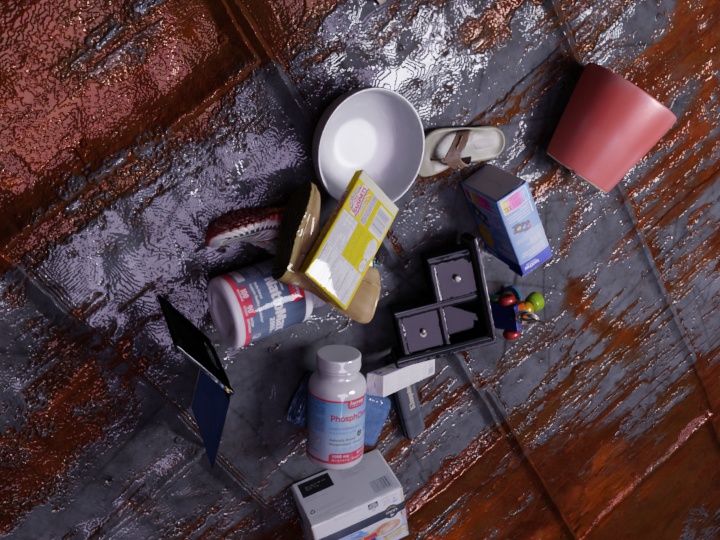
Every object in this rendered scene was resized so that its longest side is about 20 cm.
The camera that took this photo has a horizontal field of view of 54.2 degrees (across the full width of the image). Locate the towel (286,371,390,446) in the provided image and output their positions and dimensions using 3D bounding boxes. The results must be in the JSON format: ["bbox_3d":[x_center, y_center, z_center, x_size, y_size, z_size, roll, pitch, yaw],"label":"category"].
[{"bbox_3d":[-0.039,0.268,1.369,0.198,0.048,0.113,25,94,-29],"label":"towel"}]

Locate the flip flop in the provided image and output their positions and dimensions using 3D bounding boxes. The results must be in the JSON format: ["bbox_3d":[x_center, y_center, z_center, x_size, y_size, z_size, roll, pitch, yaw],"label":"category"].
[{"bbox_3d":[0.183,-0.217,1.275,0.196,0.058,0.083,-12,115,-21],"label":"flip flop"}]

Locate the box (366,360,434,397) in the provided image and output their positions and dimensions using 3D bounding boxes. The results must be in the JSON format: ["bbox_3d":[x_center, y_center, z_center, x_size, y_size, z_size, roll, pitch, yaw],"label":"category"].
[{"bbox_3d":[0.080,0.196,1.339,0.199,0.038,0.042,-11,102,-56],"label":"box"}]

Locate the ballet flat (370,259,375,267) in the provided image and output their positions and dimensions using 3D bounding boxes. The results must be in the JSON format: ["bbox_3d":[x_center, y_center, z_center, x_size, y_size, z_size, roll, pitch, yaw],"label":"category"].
[{"bbox_3d":[0.000,0.000,1.268,0.066,0.070,0.204,-19,117,-17],"label":"ballet flat"}]

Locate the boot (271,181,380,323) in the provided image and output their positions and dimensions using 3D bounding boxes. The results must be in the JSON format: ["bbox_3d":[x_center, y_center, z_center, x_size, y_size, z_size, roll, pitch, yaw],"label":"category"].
[{"bbox_3d":[-0.045,-0.026,1.161,0.198,0.065,0.179,25,76,-38],"label":"boot"}]

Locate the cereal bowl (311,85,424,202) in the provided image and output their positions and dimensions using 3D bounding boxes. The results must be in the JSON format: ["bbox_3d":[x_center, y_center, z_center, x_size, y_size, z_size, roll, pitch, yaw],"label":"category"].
[{"bbox_3d":[0.006,-0.208,1.180,0.196,0.083,0.204,-9,114,-21],"label":"cereal bowl"}]

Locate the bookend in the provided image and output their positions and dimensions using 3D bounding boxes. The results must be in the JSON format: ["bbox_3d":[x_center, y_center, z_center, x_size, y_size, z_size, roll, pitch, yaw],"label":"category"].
[{"bbox_3d":[0.136,0.053,1.321,0.195,0.092,0.204,-13,100,-2],"label":"bookend"}]

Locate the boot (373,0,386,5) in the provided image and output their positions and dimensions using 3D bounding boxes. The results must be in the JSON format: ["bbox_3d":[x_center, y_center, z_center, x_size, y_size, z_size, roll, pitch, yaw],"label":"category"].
[{"bbox_3d":[0.074,-0.483,1.119,0.146,0.070,0.199,-47,121,6],"label":"boot"}]

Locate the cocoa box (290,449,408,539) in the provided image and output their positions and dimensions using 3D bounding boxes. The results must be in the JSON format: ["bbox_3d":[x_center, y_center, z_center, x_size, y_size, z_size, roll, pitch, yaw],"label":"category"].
[{"bbox_3d":[-0.020,0.481,1.413,0.197,0.133,0.134,-18,118,-17],"label":"cocoa box"}]

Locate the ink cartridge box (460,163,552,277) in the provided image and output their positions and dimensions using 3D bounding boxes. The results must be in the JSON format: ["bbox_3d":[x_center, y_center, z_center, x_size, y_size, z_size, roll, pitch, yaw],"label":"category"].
[{"bbox_3d":[0.279,-0.084,1.327,0.076,0.136,0.202,-33,120,-7],"label":"ink cartridge box"}]

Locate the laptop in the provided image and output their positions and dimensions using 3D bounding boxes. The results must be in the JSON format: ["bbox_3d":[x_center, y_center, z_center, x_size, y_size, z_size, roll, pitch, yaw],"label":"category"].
[{"bbox_3d":[-0.282,0.176,1.136,0.116,0.187,0.200,-43,122,-3],"label":"laptop"}]

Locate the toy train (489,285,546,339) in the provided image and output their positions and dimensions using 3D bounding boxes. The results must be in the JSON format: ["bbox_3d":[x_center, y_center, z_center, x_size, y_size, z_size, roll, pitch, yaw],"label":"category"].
[{"bbox_3d":[0.317,0.076,1.368,0.114,0.198,0.086,-21,106,-33],"label":"toy train"}]

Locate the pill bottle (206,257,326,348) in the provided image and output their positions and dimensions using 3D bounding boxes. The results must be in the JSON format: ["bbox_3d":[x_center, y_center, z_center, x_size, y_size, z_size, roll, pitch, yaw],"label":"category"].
[{"bbox_3d":[-0.145,0.041,1.182,0.197,0.119,0.122,-21,118,-30],"label":"pill bottle"}]

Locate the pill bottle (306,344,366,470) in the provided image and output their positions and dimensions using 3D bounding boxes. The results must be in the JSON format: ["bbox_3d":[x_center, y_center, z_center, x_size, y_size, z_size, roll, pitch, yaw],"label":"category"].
[{"bbox_3d":[-0.043,0.244,1.270,0.107,0.109,0.204,-4,107,-23],"label":"pill bottle"}]

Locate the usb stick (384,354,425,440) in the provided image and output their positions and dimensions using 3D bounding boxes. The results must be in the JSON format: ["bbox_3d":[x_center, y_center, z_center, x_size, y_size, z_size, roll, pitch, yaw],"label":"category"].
[{"bbox_3d":[0.092,0.256,1.435,0.055,0.033,0.203,-25,118,-21],"label":"usb stick"}]

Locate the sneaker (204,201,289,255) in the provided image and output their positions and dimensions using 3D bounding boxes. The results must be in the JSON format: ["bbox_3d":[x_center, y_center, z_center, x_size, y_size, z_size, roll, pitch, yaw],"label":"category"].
[{"bbox_3d":[-0.158,-0.058,1.167,0.196,0.078,0.084,-9,115,-21],"label":"sneaker"}]

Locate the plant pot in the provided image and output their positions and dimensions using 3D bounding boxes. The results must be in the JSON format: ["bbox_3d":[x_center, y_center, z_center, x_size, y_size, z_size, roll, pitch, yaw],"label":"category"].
[{"bbox_3d":[0.456,-0.258,1.321,0.198,0.201,0.179,22,109,-30],"label":"plant pot"}]

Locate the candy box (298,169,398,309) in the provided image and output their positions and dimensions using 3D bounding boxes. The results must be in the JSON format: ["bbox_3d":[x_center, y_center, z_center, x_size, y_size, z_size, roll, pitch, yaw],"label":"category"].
[{"bbox_3d":[-0.015,-0.050,1.126,0.102,0.026,0.202,42,65,-31],"label":"candy box"}]
